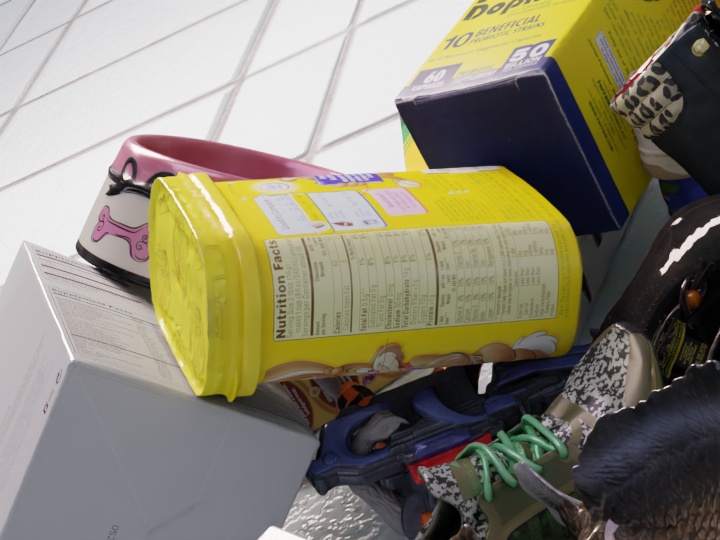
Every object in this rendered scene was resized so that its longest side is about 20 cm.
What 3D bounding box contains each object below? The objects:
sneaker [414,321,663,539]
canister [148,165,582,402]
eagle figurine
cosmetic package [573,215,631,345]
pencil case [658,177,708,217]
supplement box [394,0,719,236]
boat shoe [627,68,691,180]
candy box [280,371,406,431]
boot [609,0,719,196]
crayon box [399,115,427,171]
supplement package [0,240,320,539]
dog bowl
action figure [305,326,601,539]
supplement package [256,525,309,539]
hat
[{"bbox_3d":[0.072,0.106,0.899,0.201,0.088,0.077,-58,30,-2],"label":"sneaker"},{"bbox_3d":[0.000,0.000,0.981,0.198,0.088,0.149,-4,22,-17],"label":"canister"},{"bbox_3d":[0.139,0.126,0.774,0.199,0.152,0.151,-27,-12,21],"label":"eagle figurine"},{"bbox_3d":[0.125,-0.035,1.183,0.050,0.083,0.201,-11,32,32],"label":"cosmetic package"},{"bbox_3d":[0.258,-0.051,1.062,0.199,0.078,0.087,4,56,52],"label":"pencil case"},{"bbox_3d":[0.126,-0.119,1.112,0.108,0.110,0.200,-8,32,39],"label":"supplement box"},{"bbox_3d":[0.240,-0.118,1.029,0.198,0.070,0.074,-24,20,0],"label":"boat shoe"},{"bbox_3d":[-0.015,0.038,1.241,0.199,0.057,0.117,-34,25,-2],"label":"candy box"},{"bbox_3d":[0.224,-0.077,0.929,0.074,0.154,0.204,-46,1,-34],"label":"boot"},{"bbox_3d":[0.128,-0.118,1.363,0.198,0.059,0.173,-27,25,11],"label":"crayon box"},{"bbox_3d":[-0.144,0.120,1.035,0.193,0.146,0.200,-66,23,10],"label":"supplement package"},{"bbox_3d":[-0.069,-0.029,1.137,0.198,0.075,0.200,12,9,-2],"label":"dog bowl"},{"bbox_3d":[0.067,0.086,1.036,0.198,0.105,0.194,-16,32,0],"label":"action figure"},{"bbox_3d":[0.015,0.214,0.747,0.111,0.157,0.199,-41,26,-23],"label":"supplement package"},{"bbox_3d":[0.197,0.052,0.913,0.200,0.080,0.202,-41,33,34],"label":"hat"}]
